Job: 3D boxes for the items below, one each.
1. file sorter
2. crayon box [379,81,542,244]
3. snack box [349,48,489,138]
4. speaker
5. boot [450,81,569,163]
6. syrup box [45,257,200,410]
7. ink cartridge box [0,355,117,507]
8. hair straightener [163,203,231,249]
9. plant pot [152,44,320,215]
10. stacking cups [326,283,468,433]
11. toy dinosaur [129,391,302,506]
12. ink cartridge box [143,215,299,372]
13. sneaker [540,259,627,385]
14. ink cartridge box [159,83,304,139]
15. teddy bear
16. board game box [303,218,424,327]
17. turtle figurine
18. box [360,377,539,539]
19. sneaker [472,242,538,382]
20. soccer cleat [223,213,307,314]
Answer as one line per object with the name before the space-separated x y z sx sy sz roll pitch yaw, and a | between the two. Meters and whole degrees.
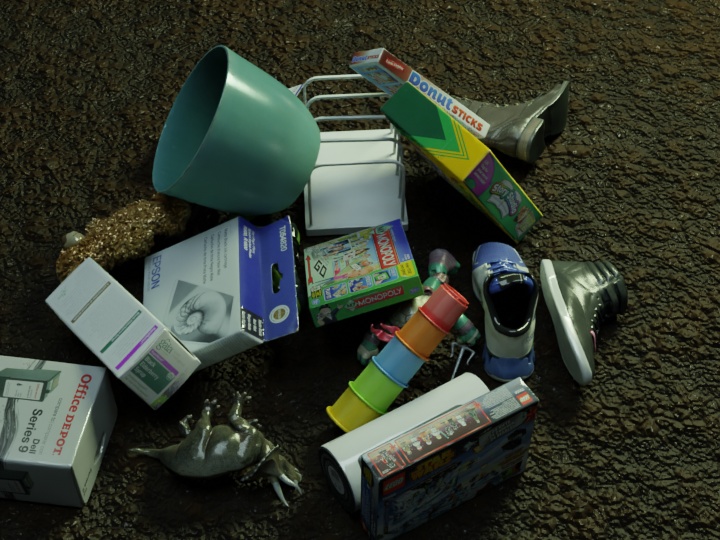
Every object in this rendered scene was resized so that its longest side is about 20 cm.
file sorter | -0.011 -0.163 1.686 0.138 0.125 0.200 -3 46 -2
crayon box | 0.134 -0.139 1.611 0.058 0.200 0.173 -46 55 4
snack box | 0.080 -0.234 1.658 0.072 0.200 0.024 8 71 57
speaker | 0.057 0.190 1.379 0.200 0.081 0.081 -24 50 -21
boot | 0.200 -0.230 1.790 0.174 0.069 0.200 16 41 26
syrup box | -0.282 0.072 1.455 0.081 0.079 0.200 -46 45 -8
ink cartridge box | -0.392 0.176 1.395 0.200 0.084 0.146 5 47 5
hair straightener | -0.209 -0.086 1.666 0.077 0.041 0.200 6 46 20
plant pot | -0.149 -0.163 1.581 0.161 0.201 0.201 23 40 -25
stacking cups | 0.042 0.100 1.400 0.061 0.060 0.200 43 100 34
toy dinosaur | -0.163 0.197 1.379 0.200 0.077 0.102 2 39 -1
ink cartridge box | -0.176 0.026 1.511 0.200 0.041 0.200 -23 44 15
sneaker | 0.286 0.054 1.509 0.099 0.071 0.200 -8 42 0
ink cartridge box | -0.174 -0.208 1.733 0.200 0.039 0.099 -10 26 21
teddy bear | -0.310 -0.051 1.597 0.200 0.067 0.145 -25 30 -5
board game box | 0.000 0.000 1.522 0.134 0.029 0.200 -18 22 2
turtle figurine | 0.072 0.059 1.497 0.149 0.101 0.200 1 41 2
box | 0.093 0.206 1.322 0.200 0.137 0.040 -23 53 -21
sneaker | 0.184 0.026 1.509 0.080 0.115 0.200 0 46 -1
soccer cleat | -0.106 -0.021 1.594 0.081 0.068 0.200 -20 46 -20
